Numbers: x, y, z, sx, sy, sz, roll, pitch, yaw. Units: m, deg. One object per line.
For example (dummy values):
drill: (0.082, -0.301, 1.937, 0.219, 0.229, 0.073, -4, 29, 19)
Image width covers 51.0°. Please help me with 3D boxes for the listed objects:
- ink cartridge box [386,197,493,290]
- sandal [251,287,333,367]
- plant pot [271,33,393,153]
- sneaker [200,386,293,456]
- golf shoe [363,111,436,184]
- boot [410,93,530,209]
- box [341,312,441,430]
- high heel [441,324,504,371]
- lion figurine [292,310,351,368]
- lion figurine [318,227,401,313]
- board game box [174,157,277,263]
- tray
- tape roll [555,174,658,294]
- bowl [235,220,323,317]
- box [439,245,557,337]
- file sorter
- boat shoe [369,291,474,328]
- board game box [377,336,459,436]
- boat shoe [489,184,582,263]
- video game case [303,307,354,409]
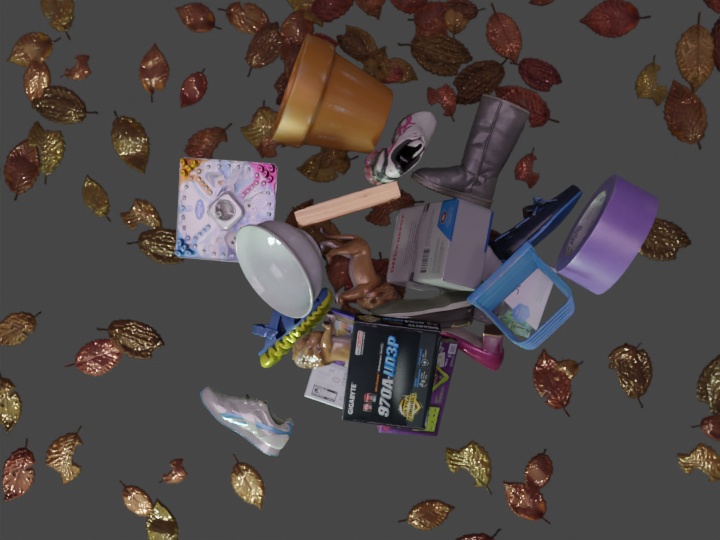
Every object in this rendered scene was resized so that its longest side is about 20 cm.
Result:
ink cartridge box: (0.138, -0.042, 1.364, 0.084, 0.200, 0.147, 14, 83, -25)
sandal: (-0.140, 0.098, 1.481, 0.200, 0.079, 0.087, -41, 79, 4)
plant pot: (-0.046, -0.305, 1.391, 0.182, 0.200, 0.201, 18, 96, -12)
sneaker: (-0.228, 0.284, 1.510, 0.199, 0.077, 0.081, 34, 88, -4)
golf shoe: (0.094, -0.227, 1.386, 0.200, 0.092, 0.073, -52, 122, -31)
boot: (0.206, -0.234, 1.421, 0.181, 0.073, 0.201, 16, 103, -10)
box: (0.055, 0.184, 1.370, 0.158, 0.046, 0.201, 8, 109, -1)
high heel: (0.180, 0.140, 1.469, 0.199, 0.067, 0.096, 7, 123, 9)
lion figurine: (-0.027, 0.145, 1.428, 0.199, 0.073, 0.123, 11, 119, -2)
lion figurine: (0.000, 0.000, 1.453, 0.122, 0.072, 0.201, -16, 88, -12)
board game box: (-0.269, -0.118, 1.499, 0.199, 0.026, 0.201, 5, 95, 5)
tray: (-0.020, -0.127, 1.437, 0.199, 0.099, 0.037, -17, 97, 7)
tape roll: (0.437, -0.064, 1.347, 0.085, 0.200, 0.201, 29, 97, 2)
bowl: (-0.135, -0.018, 1.420, 0.090, 0.201, 0.201, -39, 90, -33)
box: (0.261, 0.032, 1.454, 0.199, 0.036, 0.145, 18, 96, 5)
file sorter: (0.291, 0.055, 1.323, 0.139, 0.200, 0.123, -44, 72, 7)
boat shoe: (0.117, 0.086, 1.404, 0.200, 0.072, 0.061, -7, 111, -9)
board game box: (0.107, 0.217, 1.429, 0.119, 0.032, 0.201, 6, 108, -16)
boat shoe: (0.325, -0.098, 1.407, 0.200, 0.084, 0.069, -40, 68, -9)
video game case: (0.010, 0.189, 1.487, 0.199, 0.045, 0.182, 18, 97, 4)
